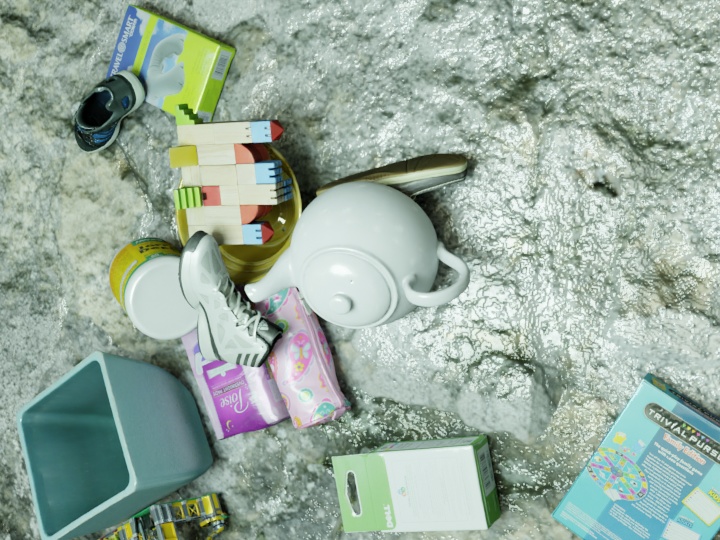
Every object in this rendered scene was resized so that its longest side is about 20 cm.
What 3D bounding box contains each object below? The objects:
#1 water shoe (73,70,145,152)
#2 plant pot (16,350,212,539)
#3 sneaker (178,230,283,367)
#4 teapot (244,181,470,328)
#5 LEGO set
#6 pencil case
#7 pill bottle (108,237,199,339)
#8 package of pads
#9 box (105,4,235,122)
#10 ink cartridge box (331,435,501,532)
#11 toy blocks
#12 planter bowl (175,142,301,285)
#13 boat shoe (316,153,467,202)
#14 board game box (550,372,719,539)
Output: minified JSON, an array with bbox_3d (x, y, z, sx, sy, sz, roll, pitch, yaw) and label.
[{"bbox_3d":[-0.394,-0.230,1.185,0.200,0.079,0.072,-32,95,45],"label":"water shoe"},{"bbox_3d":[-0.327,0.247,1.137,0.196,0.200,0.196,-35,65,24],"label":"plant pot"},{"bbox_3d":[-0.152,0.041,1.011,0.115,0.076,0.201,10,130,20],"label":"sneaker"},{"bbox_3d":[0.000,0.000,0.967,0.197,0.146,0.200,37,127,-10],"label":"teapot"},{"bbox_3d":[-0.283,0.413,1.162,0.200,0.154,0.116,-30,67,20],"label":"LEGO set"},{"bbox_3d":[-0.082,0.109,1.081,0.087,0.087,0.200,-23,82,25],"label":"pencil case"},{"bbox_3d":[-0.287,0.016,1.119,0.200,0.113,0.113,27,109,61],"label":"pill bottle"},{"bbox_3d":[-0.175,0.130,1.134,0.120,0.076,0.200,-24,83,28],"label":"package of pads"},{"bbox_3d":[-0.288,-0.304,1.175,0.200,0.048,0.122,28,105,21],"label":"box"},{"bbox_3d":[0.070,0.275,1.033,0.200,0.059,0.104,-11,88,26],"label":"ink cartridge box"},{"bbox_3d":[-0.150,-0.111,1.010,0.137,0.100,0.200,1,104,17],"label":"toy blocks"},{"bbox_3d":[-0.148,-0.082,1.101,0.200,0.083,0.201,1,93,25],"label":"planter bowl"},{"bbox_3d":[0.044,-0.100,1.021,0.200,0.073,0.065,-9,110,24],"label":"boat shoe"},{"bbox_3d":[0.335,0.242,0.908,0.151,0.047,0.200,34,107,20],"label":"board game box"}]
